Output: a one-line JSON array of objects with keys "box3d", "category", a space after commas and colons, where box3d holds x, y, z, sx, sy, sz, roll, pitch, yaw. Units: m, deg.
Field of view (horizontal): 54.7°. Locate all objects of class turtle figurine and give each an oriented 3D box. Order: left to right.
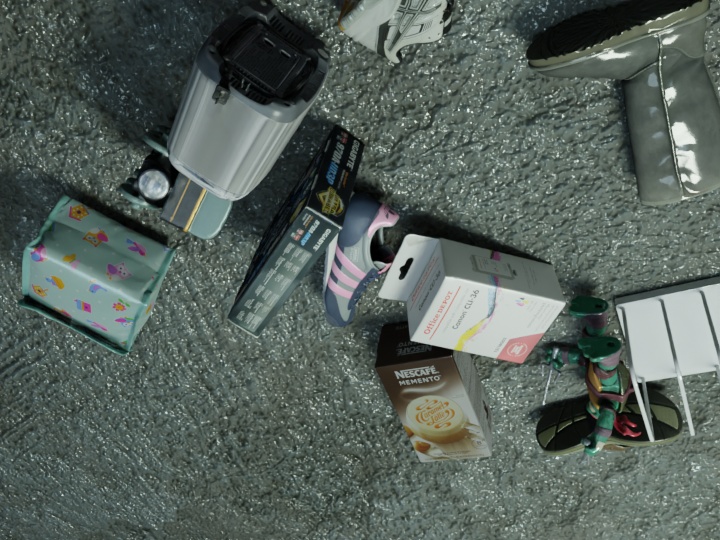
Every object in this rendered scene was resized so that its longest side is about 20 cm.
[{"box3d": [0.291, 0.139, 0.874, 0.098, 0.151, 0.204, -17, 129, -6], "category": "turtle figurine"}]

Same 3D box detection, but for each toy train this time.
[{"box3d": [-0.193, -0.098, 0.766, 0.112, 0.200, 0.087, 28, 100, -16], "category": "toy train"}]

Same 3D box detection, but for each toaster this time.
[{"box3d": [-0.112, -0.161, 0.681, 0.112, 0.202, 0.130, 30, 129, -10], "category": "toaster"}]

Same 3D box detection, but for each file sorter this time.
[{"box3d": [0.418, 0.104, 0.813, 0.195, 0.126, 0.140, -15, 124, 23], "category": "file sorter"}]

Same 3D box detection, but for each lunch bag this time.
[{"box3d": [-0.364, 0.025, 0.947, 0.167, 0.124, 0.200, 28, 138, -12], "category": "lunch bag"}]

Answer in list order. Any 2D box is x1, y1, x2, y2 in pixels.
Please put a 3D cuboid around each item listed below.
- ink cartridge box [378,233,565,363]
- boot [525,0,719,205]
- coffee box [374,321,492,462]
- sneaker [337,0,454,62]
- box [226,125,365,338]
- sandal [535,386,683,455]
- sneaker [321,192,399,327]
[{"box3d": [0.129, 0.036, 0.840, 0.195, 0.069, 0.118, 12, 132, -14], "category": "ink cartridge box"}, {"box3d": [0.270, -0.156, 0.687, 0.177, 0.074, 0.202, -8, 132, 22], "category": "boot"}, {"box3d": [0.106, 0.169, 0.970, 0.112, 0.081, 0.203, -12, 125, 21], "category": "coffee box"}, {"box3d": [0.063, -0.259, 0.629, 0.087, 0.077, 0.198, 31, 156, -24], "category": "sneaker"}, {"box3d": [-0.073, -0.044, 0.792, 0.045, 0.161, 0.201, 29, 129, -14], "category": "box"}, {"box3d": [0.341, 0.213, 0.961, 0.197, 0.082, 0.057, -17, 140, 33], "category": "sandal"}, {"box3d": [0.000, 0.000, 0.862, 0.080, 0.071, 0.204, 18, 132, 14], "category": "sneaker"}]
